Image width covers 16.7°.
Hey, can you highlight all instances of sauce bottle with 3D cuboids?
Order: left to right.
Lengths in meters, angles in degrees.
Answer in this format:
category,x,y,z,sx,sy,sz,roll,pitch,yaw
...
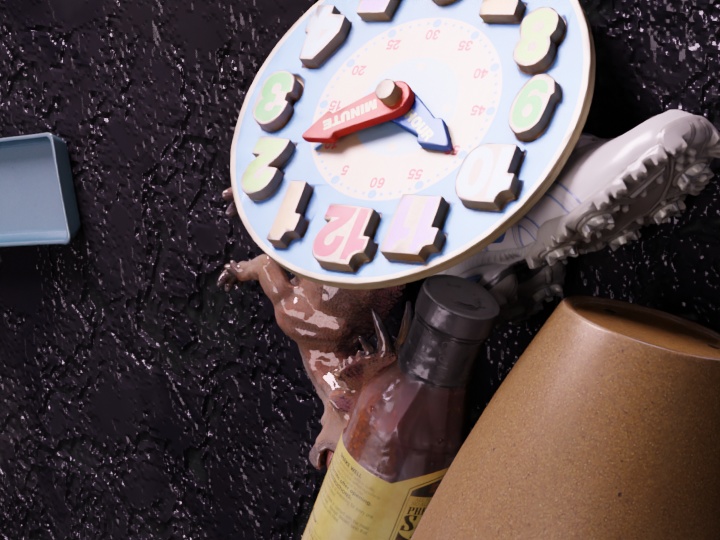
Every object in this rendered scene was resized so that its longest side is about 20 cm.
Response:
category,x,y,z,sx,sy,sz,roll,pitch,yaw
sauce bottle,0.018,0.096,1.230,0.066,0.066,0.200,39,124,31

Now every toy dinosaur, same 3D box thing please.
category,x,y,z,sx,sy,sz,roll,pitch,yaw
toy dinosaur,0.000,0.000,1.305,0.135,0.086,0.201,21,112,40

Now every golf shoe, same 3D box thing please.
category,x,y,z,sx,sy,sz,roll,pitch,yaw
golf shoe,0.090,-0.045,1.207,0.200,0.078,0.097,-35,71,44

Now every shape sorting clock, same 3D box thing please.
category,x,y,z,sx,sy,sz,roll,pitch,yaw
shape sorting clock,0.022,-0.081,1.211,0.199,0.039,0.201,-15,58,25

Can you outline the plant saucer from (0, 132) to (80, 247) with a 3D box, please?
category,x,y,z,sx,sy,sz,roll,pitch,yaw
plant saucer,-0.248,-0.049,1.589,0.200,0.019,0.070,-2,99,45

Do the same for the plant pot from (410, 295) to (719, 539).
category,x,y,z,sx,sy,sz,roll,pitch,yaw
plant pot,0.112,0.120,1.174,0.186,0.186,0.201,24,105,39
